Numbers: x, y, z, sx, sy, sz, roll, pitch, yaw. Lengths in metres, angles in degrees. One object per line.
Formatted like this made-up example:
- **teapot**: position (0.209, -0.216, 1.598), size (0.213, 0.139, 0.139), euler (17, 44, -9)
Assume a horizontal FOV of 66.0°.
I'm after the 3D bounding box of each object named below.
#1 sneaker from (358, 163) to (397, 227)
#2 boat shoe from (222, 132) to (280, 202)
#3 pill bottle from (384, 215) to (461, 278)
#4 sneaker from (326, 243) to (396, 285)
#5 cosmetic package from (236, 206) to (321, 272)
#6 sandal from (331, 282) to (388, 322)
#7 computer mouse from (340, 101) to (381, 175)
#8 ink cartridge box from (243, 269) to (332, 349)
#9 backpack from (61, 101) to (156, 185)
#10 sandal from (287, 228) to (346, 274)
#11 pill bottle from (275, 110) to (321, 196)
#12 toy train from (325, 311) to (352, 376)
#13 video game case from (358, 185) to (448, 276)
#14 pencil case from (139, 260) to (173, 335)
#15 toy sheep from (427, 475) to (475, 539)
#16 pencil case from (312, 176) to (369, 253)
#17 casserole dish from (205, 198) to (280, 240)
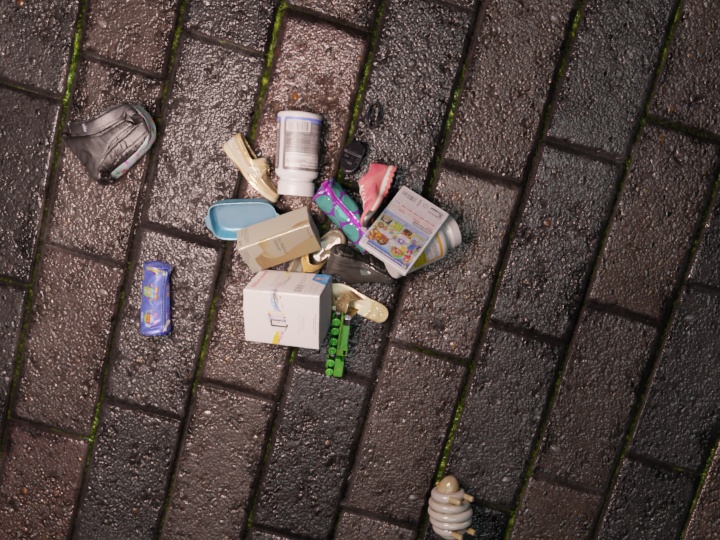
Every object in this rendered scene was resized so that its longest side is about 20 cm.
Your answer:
- **sneaker**: position (0.027, -0.194, 1.416), size (0.085, 0.074, 0.203), euler (19, 60, 9)
- **boat shoe**: position (-0.270, -0.267, 1.429), size (0.069, 0.074, 0.201), euler (-40, 95, 11)
- **pill bottle**: position (0.156, -0.067, 1.430), size (0.197, 0.113, 0.115), euler (-23, 98, -10)
- **sneaker**: position (0.000, 0.000, 1.474), size (0.196, 0.077, 0.092), euler (22, 122, -11)
- **cosmetic package**: position (-0.209, -0.078, 1.428), size (0.196, 0.072, 0.106), euler (-19, 140, 6)
- **sandal**: position (-0.023, 0.090, 1.480), size (0.208, 0.070, 0.079), euler (18, 97, -2)
- **computer mouse**: position (0.005, -0.342, 1.445), size (0.058, 0.034, 0.203), euler (27, 92, 13)
- **ink cartridge box**: position (-0.183, 0.095, 1.418), size (0.195, 0.148, 0.148), euler (5, 111, 9)
- **backpack**: position (-0.615, -0.334, 1.395), size (0.199, 0.127, 0.168), euler (-36, 108, 4)
- **sandal**: position (-0.119, -0.033, 1.471), size (0.199, 0.054, 0.081), euler (-42, 96, 5)
- **pill bottle**: position (-0.159, -0.293, 1.406), size (0.111, 0.114, 0.205), euler (4, 98, -1)
- **toy train**: position (-0.058, 0.200, 1.485), size (0.055, 0.042, 0.204), euler (6, 117, -6)
- **video game case**: position (0.109, -0.102, 1.374), size (0.142, 0.018, 0.201), euler (33, 69, 13)
- **pencil case**: position (-0.540, 0.078, 1.473), size (0.085, 0.078, 0.205), euler (10, 99, 28)
- **toy sheep**: position (0.250, 0.670, 1.529), size (0.135, 0.138, 0.205), euler (1, 87, 0)
- **pencil case**: position (-0.033, -0.145, 1.435), size (0.085, 0.092, 0.200), euler (-45, 95, -7)
- **casserole dish**: position (-0.302, -0.137, 1.441), size (0.195, 0.039, 0.123), euler (-1, 135, -1)
